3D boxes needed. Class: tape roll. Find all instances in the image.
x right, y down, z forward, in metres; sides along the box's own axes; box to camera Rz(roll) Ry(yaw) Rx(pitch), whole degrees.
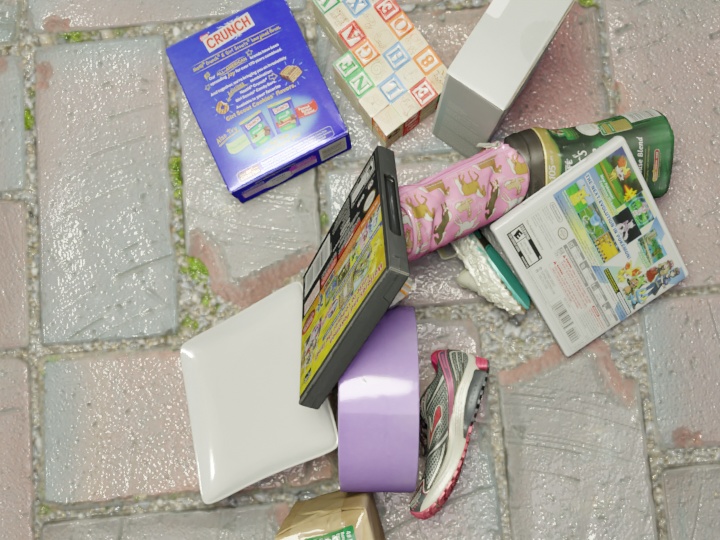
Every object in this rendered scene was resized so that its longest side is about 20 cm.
[{"bbox_3d":[0.019,0.142,0.761,0.082,0.200,0.206,0,84,2],"label":"tape roll"}]

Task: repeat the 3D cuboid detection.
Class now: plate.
[{"bbox_3d":[-0.121,0.144,0.800,0.197,0.032,0.204,-27,63,20],"label":"plate"}]

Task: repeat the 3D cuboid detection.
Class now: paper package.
[{"bbox_3d":[-0.010,0.354,0.743,0.101,0.191,0.205,-16,83,-1],"label":"paper package"}]

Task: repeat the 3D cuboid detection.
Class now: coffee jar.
[{"bbox_3d":[0.274,-0.130,0.834,0.194,0.086,0.107,-9,120,1],"label":"coffee jar"}]

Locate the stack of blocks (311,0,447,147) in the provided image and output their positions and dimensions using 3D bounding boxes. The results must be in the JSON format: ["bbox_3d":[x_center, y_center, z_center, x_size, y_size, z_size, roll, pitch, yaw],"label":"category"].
[{"bbox_3d":[0.018,-0.278,0.876,0.114,0.059,0.202,-36,85,-3],"label":"stack of blocks"}]

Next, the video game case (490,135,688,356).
[{"bbox_3d":[0.276,-0.023,0.812,0.180,0.022,0.202,-34,109,5],"label":"video game case"}]

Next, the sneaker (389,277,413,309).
[{"bbox_3d":[0.000,0.000,0.796,0.078,0.201,0.077,39,99,-24],"label":"sneaker"}]

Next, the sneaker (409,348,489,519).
[{"bbox_3d":[0.096,0.195,0.815,0.073,0.081,0.204,15,66,13],"label":"sneaker"}]

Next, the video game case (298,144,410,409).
[{"bbox_3d":[-0.013,0.006,0.684,0.025,0.202,0.183,18,39,-19],"label":"video game case"}]

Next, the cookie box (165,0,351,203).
[{"bbox_3d":[-0.126,-0.218,0.864,0.168,0.075,0.204,-26,84,-2],"label":"cookie box"}]

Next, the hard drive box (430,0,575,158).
[{"bbox_3d":[0.161,-0.237,0.799,0.076,0.200,0.158,33,84,4],"label":"hard drive box"}]

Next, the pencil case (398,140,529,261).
[{"bbox_3d":[0.101,-0.079,0.764,0.197,0.082,0.088,-28,91,-30],"label":"pencil case"}]

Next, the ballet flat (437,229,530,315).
[{"bbox_3d":[0.136,-0.022,0.853,0.071,0.072,0.203,-32,82,-3],"label":"ballet flat"}]
